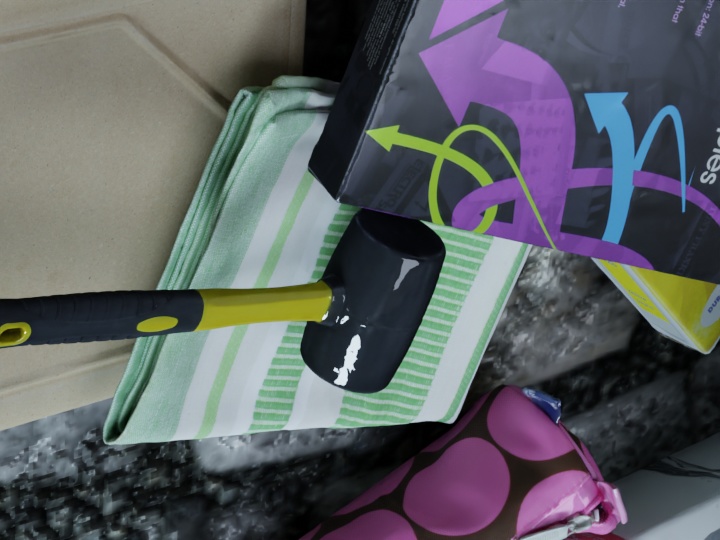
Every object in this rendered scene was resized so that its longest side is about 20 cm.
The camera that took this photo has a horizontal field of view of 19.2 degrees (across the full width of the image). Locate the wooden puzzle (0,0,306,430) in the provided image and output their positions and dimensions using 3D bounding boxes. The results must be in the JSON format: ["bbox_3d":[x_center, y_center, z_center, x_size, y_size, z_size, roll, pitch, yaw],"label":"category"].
[{"bbox_3d":[-0.105,-0.029,0.765,0.184,0.037,0.201,-16,132,-28],"label":"wooden puzzle"}]

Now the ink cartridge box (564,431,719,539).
[{"bbox_3d":[0.172,0.167,1.023,0.199,0.085,0.147,-22,100,-25],"label":"ink cartridge box"}]

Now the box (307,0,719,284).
[{"bbox_3d":[0.095,-0.075,0.774,0.199,0.036,0.144,10,113,-29],"label":"box"}]

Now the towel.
[{"bbox_3d":[0.000,0.000,0.837,0.199,0.023,0.153,1,118,-51],"label":"towel"}]

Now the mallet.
[{"bbox_3d":[-0.056,0.022,0.750,0.199,0.041,0.066,-10,130,-37],"label":"mallet"}]

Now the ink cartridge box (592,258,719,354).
[{"bbox_3d":[0.141,-0.098,0.865,0.198,0.047,0.200,-55,137,-8],"label":"ink cartridge box"}]

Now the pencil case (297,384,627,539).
[{"bbox_3d":[0.019,0.137,0.921,0.200,0.094,0.091,-39,133,-7],"label":"pencil case"}]
